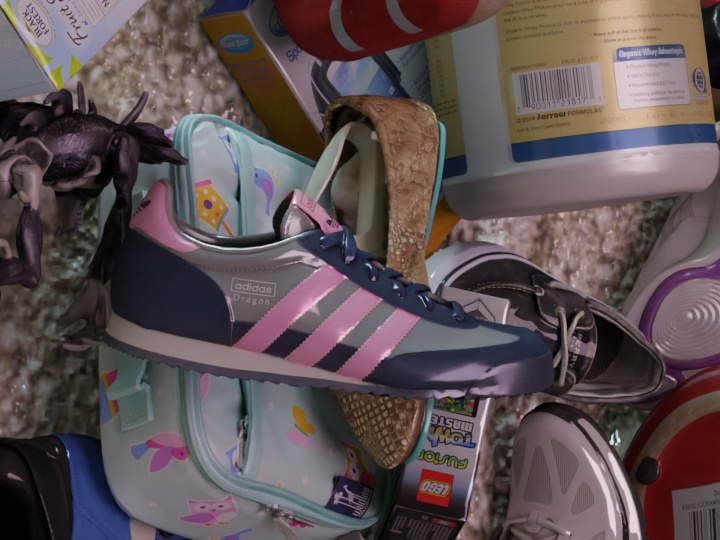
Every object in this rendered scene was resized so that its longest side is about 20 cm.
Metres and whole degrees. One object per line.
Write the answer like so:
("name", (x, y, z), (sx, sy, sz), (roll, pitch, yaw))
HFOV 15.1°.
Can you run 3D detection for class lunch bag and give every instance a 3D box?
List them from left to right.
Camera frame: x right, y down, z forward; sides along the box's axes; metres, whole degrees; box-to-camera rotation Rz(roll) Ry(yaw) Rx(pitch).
("lunch bag", (-0.058, 0.034, 1.287), (0.160, 0.077, 0.201), (28, 50, -52))

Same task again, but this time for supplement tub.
("supplement tub", (0.103, -0.132, 1.398), (0.144, 0.144, 0.201), (-6, 89, -45))

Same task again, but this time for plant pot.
("plant pot", (0.255, 0.143, 1.540), (0.182, 0.200, 0.201), (19, 74, -47))

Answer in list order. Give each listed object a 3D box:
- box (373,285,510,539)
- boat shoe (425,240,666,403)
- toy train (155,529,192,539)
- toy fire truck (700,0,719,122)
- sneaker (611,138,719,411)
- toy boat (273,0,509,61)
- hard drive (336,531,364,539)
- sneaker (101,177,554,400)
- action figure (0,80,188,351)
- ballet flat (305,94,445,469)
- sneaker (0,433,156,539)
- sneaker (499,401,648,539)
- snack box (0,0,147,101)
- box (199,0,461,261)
("box", (0.037, 0.086, 1.352), (0.035, 0.200, 0.110), (13, 74, -1))
("boat shoe", (0.100, 0.031, 1.466), (0.200, 0.071, 0.072), (9, 101, -51))
("toy train", (-0.056, 0.164, 1.353), (0.200, 0.034, 0.046), (48, 68, -33))
("toy fire truck", (0.170, -0.193, 1.557), (0.176, 0.128, 0.201), (8, 64, -49))
("sneaker", (0.208, -0.005, 1.595), (0.075, 0.100, 0.200), (32, 87, -7))
("toy boat", (-0.013, -0.168, 1.260), (0.130, 0.200, 0.131), (-8, 88, -31))
("hard drive", (-0.011, 0.238, 1.341), (0.132, 0.027, 0.200), (-29, 115, 3))
("sneaker", (-0.008, 0.009, 1.180), (0.199, 0.070, 0.082), (7, 96, -10))
("action figure", (-0.155, -0.022, 1.201), (0.200, 0.119, 0.102), (-42, 146, -61))
("ballet flat", (0.000, 0.000, 1.279), (0.065, 0.071, 0.200), (19, 50, -23))
("sneaker", (-0.143, 0.173, 1.229), (0.111, 0.077, 0.201), (8, 77, -50))
("sneaker", (0.096, 0.179, 1.472), (0.115, 0.076, 0.201), (-16, 101, -46))
("snack box", (-0.141, -0.151, 1.190), (0.068, 0.168, 0.200), (56, 52, -25))
("box", (-0.003, -0.106, 1.418), (0.119, 0.041, 0.200), (-50, 119, -35))
